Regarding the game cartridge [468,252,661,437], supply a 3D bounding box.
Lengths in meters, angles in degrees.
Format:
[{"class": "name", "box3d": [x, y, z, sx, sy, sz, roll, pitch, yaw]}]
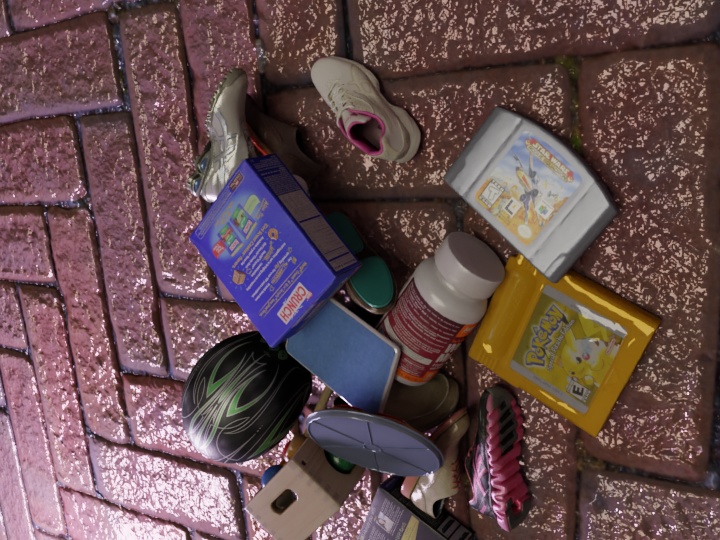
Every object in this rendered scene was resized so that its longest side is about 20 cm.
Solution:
[{"class": "game cartridge", "box3d": [0.252, 0.089, 0.924, 0.198, 0.032, 0.179, 31, 119, 23]}]

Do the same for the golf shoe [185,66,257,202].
[{"class": "golf shoe", "box3d": [-0.181, -0.190, 1.054, 0.096, 0.078, 0.203, 22, 113, 5]}]

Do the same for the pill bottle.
[{"class": "pill bottle", "box3d": [0.102, 0.053, 0.970, 0.110, 0.109, 0.201, 44, 124, 16]}]

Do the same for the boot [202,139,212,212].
[{"class": "boot", "box3d": [-0.171, -0.098, 1.134, 0.156, 0.079, 0.215, 23, 126, 35]}]

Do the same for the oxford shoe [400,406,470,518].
[{"class": "oxford shoe", "box3d": [0.125, 0.279, 1.044, 0.074, 0.070, 0.202, 40, 133, 25]}]

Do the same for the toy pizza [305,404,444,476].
[{"class": "toy pizza", "box3d": [0.020, 0.229, 0.987, 0.196, 0.032, 0.201, 14, 148, 9]}]

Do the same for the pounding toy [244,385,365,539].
[{"class": "pounding toy", "box3d": [-0.071, 0.288, 1.132, 0.142, 0.184, 0.200, 42, 124, 3]}]

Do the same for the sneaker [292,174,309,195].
[{"class": "sneaker", "box3d": [-0.093, -0.051, 1.078, 0.075, 0.105, 0.203, 23, 117, 24]}]

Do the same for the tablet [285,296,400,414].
[{"class": "tablet", "box3d": [-0.030, 0.111, 1.019, 0.199, 0.014, 0.132, 34, 122, 33]}]

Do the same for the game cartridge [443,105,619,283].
[{"class": "game cartridge", "box3d": [0.208, -0.101, 0.883, 0.200, 0.041, 0.134, 46, 119, 19]}]

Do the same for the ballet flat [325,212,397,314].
[{"class": "ballet flat", "box3d": [0.000, 0.000, 1.028, 0.068, 0.067, 0.202, 86, 162, -49]}]

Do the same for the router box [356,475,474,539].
[{"class": "router box", "box3d": [0.073, 0.448, 1.140, 0.156, 0.052, 0.203, 32, 120, 24]}]

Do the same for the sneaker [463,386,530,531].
[{"class": "sneaker", "box3d": [0.177, 0.258, 1.008, 0.095, 0.078, 0.204, 6, 104, 51]}]

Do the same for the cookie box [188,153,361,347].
[{"class": "cookie box", "box3d": [-0.120, -0.026, 0.992, 0.201, 0.075, 0.171, 52, 125, 9]}]

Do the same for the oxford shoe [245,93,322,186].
[{"class": "oxford shoe", "box3d": [-0.127, -0.203, 1.098, 0.072, 0.071, 0.201, -35, 73, 3]}]

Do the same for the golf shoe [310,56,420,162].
[{"class": "golf shoe", "box3d": [-0.006, -0.223, 0.979, 0.200, 0.091, 0.076, 44, 125, 18]}]

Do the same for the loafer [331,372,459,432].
[{"class": "loafer", "box3d": [0.045, 0.193, 1.037, 0.197, 0.069, 0.077, -19, 48, 13]}]

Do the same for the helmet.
[{"class": "helmet", "box3d": [-0.185, 0.200, 1.132, 0.197, 0.190, 0.204, 16, 120, 30]}]

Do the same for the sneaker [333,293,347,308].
[{"class": "sneaker", "box3d": [-0.030, 0.115, 1.113, 0.077, 0.077, 0.203, -10, 105, 65]}]
